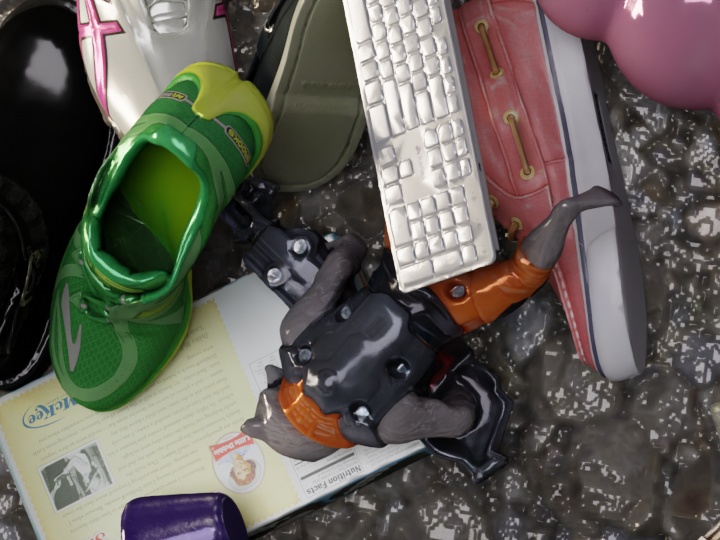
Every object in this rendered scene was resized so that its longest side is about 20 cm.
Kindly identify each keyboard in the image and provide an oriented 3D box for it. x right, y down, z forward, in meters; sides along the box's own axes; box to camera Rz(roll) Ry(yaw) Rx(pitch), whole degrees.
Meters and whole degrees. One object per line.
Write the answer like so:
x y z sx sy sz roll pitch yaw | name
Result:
0.019 -0.094 1.147 0.056 0.011 0.201 -18 78 36 | keyboard

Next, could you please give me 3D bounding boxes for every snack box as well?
-0.074 0.078 1.295 0.199 0.037 0.117 -26 79 9 | snack box

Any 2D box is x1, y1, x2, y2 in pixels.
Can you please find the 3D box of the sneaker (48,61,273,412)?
-0.109 -0.010 1.222 0.074 0.084 0.201 34 127 10 | sneaker

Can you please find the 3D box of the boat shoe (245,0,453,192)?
-0.007 -0.126 1.248 0.074 0.200 0.066 1 49 -22 | boat shoe

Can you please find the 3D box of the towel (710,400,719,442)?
0.251 0.108 1.084 0.200 0.034 0.194 -31 70 40 | towel

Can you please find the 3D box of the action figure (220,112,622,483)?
0.000 0.000 1.211 0.200 0.104 0.194 36 104 17 | action figure

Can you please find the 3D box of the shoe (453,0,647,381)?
0.078 -0.039 1.258 0.090 0.071 0.202 -13 77 13 | shoe

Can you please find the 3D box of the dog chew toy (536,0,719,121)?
0.169 -0.122 1.204 0.199 0.125 0.125 22 90 4 | dog chew toy

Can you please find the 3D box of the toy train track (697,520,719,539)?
0.225 0.078 1.229 0.200 0.033 0.115 -45 77 7 | toy train track

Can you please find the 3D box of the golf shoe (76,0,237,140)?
-0.106 -0.143 1.272 0.072 0.092 0.201 -13 67 -10 | golf shoe

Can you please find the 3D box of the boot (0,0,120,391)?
-0.179 -0.039 1.268 0.079 0.158 0.213 8 87 14 | boot

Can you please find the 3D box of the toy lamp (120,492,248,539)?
-0.149 0.152 1.260 0.199 0.058 0.059 -17 81 14 | toy lamp
